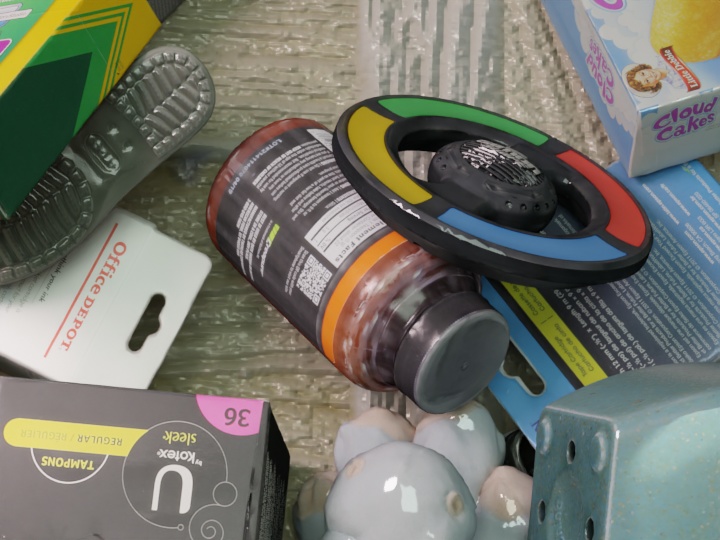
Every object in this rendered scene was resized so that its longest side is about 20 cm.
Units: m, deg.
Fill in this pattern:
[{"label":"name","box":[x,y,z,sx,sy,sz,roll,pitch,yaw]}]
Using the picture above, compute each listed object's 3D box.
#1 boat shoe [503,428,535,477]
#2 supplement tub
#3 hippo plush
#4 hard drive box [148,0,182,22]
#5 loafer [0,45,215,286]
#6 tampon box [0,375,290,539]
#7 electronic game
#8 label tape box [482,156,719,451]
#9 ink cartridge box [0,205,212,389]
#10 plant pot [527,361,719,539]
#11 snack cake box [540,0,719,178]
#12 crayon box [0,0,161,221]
[{"label":"boat shoe","box":[0.153,0.175,1.023,0.200,0.071,0.072,42,77,8]},{"label":"supplement tub","box":[0.000,0.000,1.005,0.107,0.107,0.200,-39,53,-12]},{"label":"hippo plush","box":[0.004,0.159,0.954,0.158,0.161,0.202,29,92,26]},{"label":"hard drive box","box":[-0.173,-0.241,1.112,0.155,0.077,0.200,39,76,7]},{"label":"loafer","box":[-0.172,-0.060,1.008,0.199,0.070,0.076,-34,101,-4]},{"label":"tampon box","box":[-0.121,0.144,0.945,0.148,0.200,0.128,4,75,1]},{"label":"electronic game","box":[0.078,-0.050,0.987,0.198,0.200,0.042,21,116,2]},{"label":"label tape box","box":[0.159,0.025,1.054,0.199,0.066,0.144,-35,67,-9]},{"label":"ink cartridge box","box":[-0.201,0.005,1.049,0.198,0.068,0.117,26,74,5]},{"label":"plant pot","box":[0.198,0.143,0.906,0.198,0.196,0.199,6,88,-14]},{"label":"snack cake box","box":[0.190,-0.167,1.084,0.114,0.068,0.201,-16,56,-8]},{"label":"crayon box","box":[-0.239,-0.100,0.980,0.198,0.059,0.173,-2,41,35]}]
